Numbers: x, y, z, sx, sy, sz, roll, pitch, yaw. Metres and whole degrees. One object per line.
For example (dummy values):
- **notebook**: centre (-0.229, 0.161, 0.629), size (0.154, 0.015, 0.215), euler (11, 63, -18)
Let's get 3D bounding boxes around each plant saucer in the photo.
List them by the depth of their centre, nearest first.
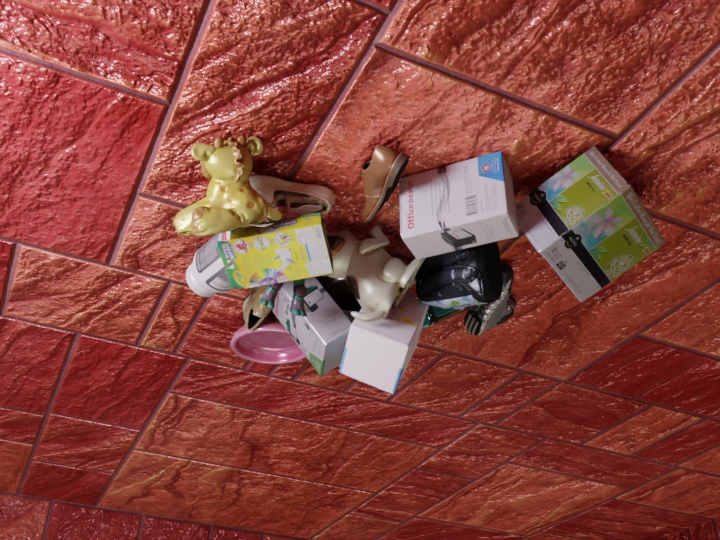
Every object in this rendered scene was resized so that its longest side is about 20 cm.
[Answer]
- **plant saucer**: centre (-0.009, 0.054, 1.895), size (0.200, 0.030, 0.200), euler (1, 145, 0)
- **plant saucer**: centre (-0.216, 0.169, 2.041), size (0.200, 0.051, 0.201), euler (0, 149, 0)

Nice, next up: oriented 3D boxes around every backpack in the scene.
- **backpack**: centre (0.199, 0.010, 1.717), size (0.200, 0.163, 0.154), euler (-17, 158, 36)

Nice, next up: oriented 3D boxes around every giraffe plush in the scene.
- **giraffe plush**: centre (-0.242, -0.155, 1.490), size (0.200, 0.163, 0.172), euler (-3, -169, 34)

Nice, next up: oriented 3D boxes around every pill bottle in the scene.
- **pill bottle**: centre (-0.276, -0.021, 1.719), size (0.111, 0.111, 0.200), euler (26, 138, -32)

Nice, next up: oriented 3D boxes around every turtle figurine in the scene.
- **turtle figurine**: centre (-0.126, -0.017, 1.642), size (0.149, 0.200, 0.101), euler (18, -173, 7)

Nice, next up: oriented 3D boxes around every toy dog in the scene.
- **toy dog**: centre (0.000, 0.000, 1.691), size (0.200, 0.194, 0.140), euler (34, 161, 10)

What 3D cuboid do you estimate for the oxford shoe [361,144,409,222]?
- **oxford shoe**: centre (0.031, -0.166, 1.554), size (0.071, 0.071, 0.200), euler (32, 144, 5)

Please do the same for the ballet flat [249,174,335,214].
- **ballet flat**: centre (-0.147, -0.139, 1.582), size (0.200, 0.070, 0.070), euler (5, 146, -5)

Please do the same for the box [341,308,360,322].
- **box**: centre (0.001, 0.127, 1.939), size (0.143, 0.036, 0.200), euler (5, 165, -6)

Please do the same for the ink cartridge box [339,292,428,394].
- **ink cartridge box**: centre (0.055, 0.134, 1.745), size (0.125, 0.200, 0.129), euler (20, 122, 9)

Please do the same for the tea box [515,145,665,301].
- **tea box**: centre (0.420, -0.083, 1.537), size (0.197, 0.134, 0.200), euler (-38, 134, 13)

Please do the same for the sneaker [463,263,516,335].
- **sneaker**: centre (0.314, 0.056, 1.867), size (0.115, 0.075, 0.200), euler (-10, 138, -37)

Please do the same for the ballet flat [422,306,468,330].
- **ballet flat**: centre (0.175, 0.097, 1.933), size (0.200, 0.068, 0.072), euler (-27, 156, 29)

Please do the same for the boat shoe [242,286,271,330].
- **boat shoe**: centre (-0.221, 0.072, 1.884), size (0.072, 0.076, 0.200), euler (11, 144, -13)

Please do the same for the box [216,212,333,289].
- **box**: centre (-0.159, -0.033, 1.552), size (0.200, 0.048, 0.118), euler (-10, 124, 2)

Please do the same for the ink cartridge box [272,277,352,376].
- **ink cartridge box**: centre (-0.106, 0.106, 1.814), size (0.084, 0.200, 0.146), euler (-29, 153, -25)

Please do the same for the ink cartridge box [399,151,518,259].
- **ink cartridge box**: centre (0.180, -0.118, 1.530), size (0.200, 0.145, 0.084), euler (-13, 144, 20)
